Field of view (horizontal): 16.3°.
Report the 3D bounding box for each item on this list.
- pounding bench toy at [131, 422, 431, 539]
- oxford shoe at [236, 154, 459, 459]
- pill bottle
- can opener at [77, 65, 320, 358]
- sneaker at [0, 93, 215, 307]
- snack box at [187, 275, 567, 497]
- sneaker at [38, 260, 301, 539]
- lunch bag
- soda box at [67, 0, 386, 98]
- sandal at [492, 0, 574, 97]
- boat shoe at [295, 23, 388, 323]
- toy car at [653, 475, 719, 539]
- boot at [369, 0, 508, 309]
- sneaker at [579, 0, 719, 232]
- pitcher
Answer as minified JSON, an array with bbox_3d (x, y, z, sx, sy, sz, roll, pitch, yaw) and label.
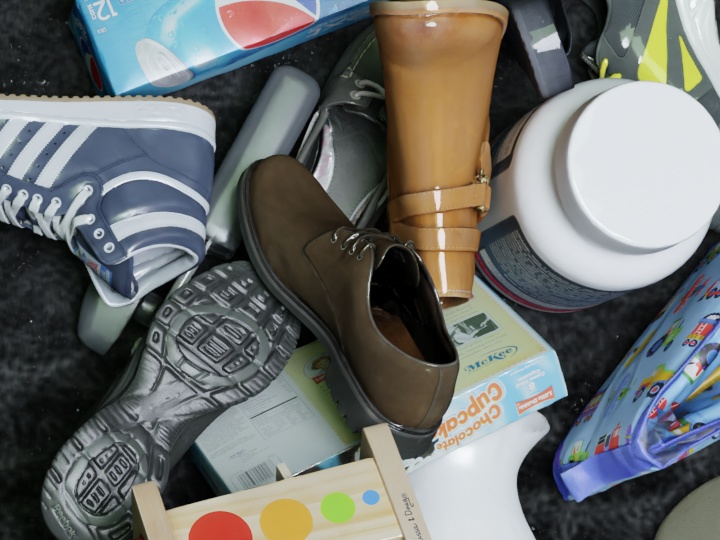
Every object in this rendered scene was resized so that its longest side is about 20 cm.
[{"bbox_3d":[-0.032,0.208,1.280,0.155,0.125,0.201,-13,56,-13],"label":"pounding bench toy"},{"bbox_3d":[0.000,0.000,1.373,0.072,0.085,0.200,-8,51,-40],"label":"oxford shoe"},{"bbox_3d":[0.134,-0.044,1.423,0.119,0.200,0.120,1,84,-10],"label":"pill bottle"},{"bbox_3d":[-0.091,-0.033,1.455,0.066,0.053,0.201,33,78,-4],"label":"can opener"},{"bbox_3d":[-0.179,-0.037,1.408,0.199,0.070,0.109,-3,66,-2],"label":"sneaker"},{"bbox_3d":[0.004,0.075,1.429,0.199,0.116,0.037,-25,121,-12],"label":"snack box"},{"bbox_3d":[-0.113,0.072,1.394,0.076,0.091,0.200,46,70,-6],"label":"sneaker"},{"bbox_3d":[0.190,0.061,1.438,0.200,0.151,0.094,-37,91,-18],"label":"lunch bag"},{"bbox_3d":[-0.066,-0.158,1.466,0.199,0.068,0.064,-23,88,-12],"label":"soda box"},{"bbox_3d":[0.103,-0.148,1.441,0.043,0.200,0.076,-21,115,2],"label":"sandal"},{"bbox_3d":[-0.006,-0.060,1.471,0.067,0.057,0.201,26,80,-7],"label":"boat shoe"},{"bbox_3d":[0.271,0.209,1.456,0.164,0.158,0.200,-43,104,-22],"label":"toy car"},{"bbox_3d":[0.043,-0.063,1.378,0.073,0.200,0.156,2,80,9],"label":"boot"},{"bbox_3d":[0.178,-0.114,1.513,0.084,0.075,0.201,-14,77,-6],"label":"sneaker"},{"bbox_3d":[0.033,0.189,1.430,0.170,0.121,0.201,-6,73,6],"label":"pitcher"}]
